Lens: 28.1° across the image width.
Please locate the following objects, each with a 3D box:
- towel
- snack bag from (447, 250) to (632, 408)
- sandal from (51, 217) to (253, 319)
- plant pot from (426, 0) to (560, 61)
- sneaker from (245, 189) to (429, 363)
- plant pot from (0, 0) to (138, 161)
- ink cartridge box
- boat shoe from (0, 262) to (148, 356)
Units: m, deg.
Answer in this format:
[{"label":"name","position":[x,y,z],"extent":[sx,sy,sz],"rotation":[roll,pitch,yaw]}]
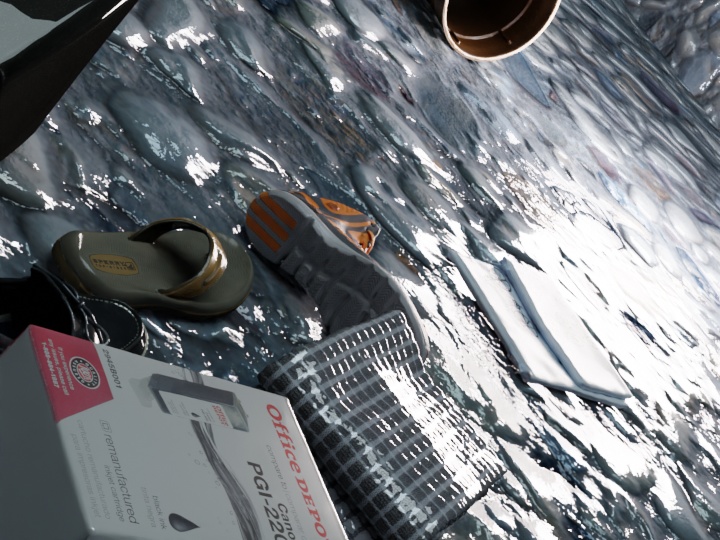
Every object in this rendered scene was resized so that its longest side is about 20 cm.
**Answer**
[{"label":"towel","position":[0.014,0.119,1.029],"extent":[0.166,0.086,0.200],"rotation":[49,23,9]},{"label":"snack bag","position":[0.188,0.057,1.514],"extent":[0.200,0.021,0.189],"rotation":[18,34,-47]},{"label":"sandal","position":[-0.137,-0.011,1.038],"extent":[0.200,0.055,0.082],"rotation":[6,43,-56]},{"label":"plant pot","position":[0.171,-0.452,2.169],"extent":[0.200,0.200,0.198],"rotation":[23,23,-41]},{"label":"sneaker","position":[0.000,0.000,1.221],"extent":[0.200,0.078,0.112],"rotation":[49,24,12]},{"label":"plant pot","position":[-0.276,-0.163,0.910],"extent":[0.200,0.200,0.177],"rotation":[39,34,-14]},{"label":"ink cartridge box","position":[-0.111,0.128,0.804],"extent":[0.200,0.085,0.146],"rotation":[23,30,-44]},{"label":"boat shoe","position":[-0.189,0.035,0.863],"extent":[0.075,0.062,0.200],"rotation":[51,22,20]}]
